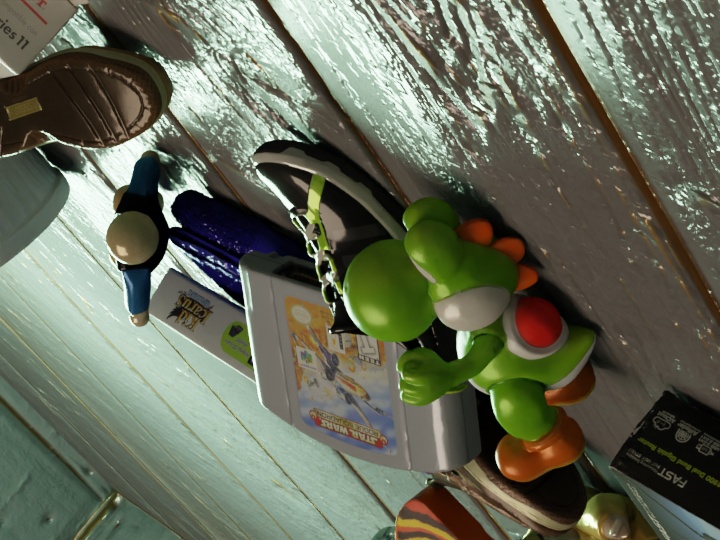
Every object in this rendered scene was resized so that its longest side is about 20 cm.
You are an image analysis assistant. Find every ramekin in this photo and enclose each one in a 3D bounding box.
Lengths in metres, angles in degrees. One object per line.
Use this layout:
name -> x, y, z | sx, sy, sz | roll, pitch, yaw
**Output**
ramekin -> -0.366, -0.058, 2.149 | 0.094, 0.202, 0.202 | 58, 162, -20

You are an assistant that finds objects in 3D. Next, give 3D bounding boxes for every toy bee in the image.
toy bee -> 0.095, 0.253, 1.732 | 0.131, 0.109, 0.200 | -3, -140, -44

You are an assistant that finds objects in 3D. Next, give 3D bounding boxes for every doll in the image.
doll -> -0.172, -0.025, 1.865 | 0.048, 0.137, 0.200 | 4, -179, -5

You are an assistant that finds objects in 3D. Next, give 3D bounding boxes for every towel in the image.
towel -> -0.054, 0.020, 1.828 | 0.200, 0.050, 0.148 | 28, 162, 42

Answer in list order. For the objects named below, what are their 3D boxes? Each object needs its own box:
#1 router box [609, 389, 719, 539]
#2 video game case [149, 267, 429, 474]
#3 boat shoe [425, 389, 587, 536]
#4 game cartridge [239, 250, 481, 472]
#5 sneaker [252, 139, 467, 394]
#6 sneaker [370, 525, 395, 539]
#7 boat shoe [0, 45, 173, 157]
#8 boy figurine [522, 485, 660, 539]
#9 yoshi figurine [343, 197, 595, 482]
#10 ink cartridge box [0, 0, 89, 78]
router box -> 0.252, 0.172, 1.443 | 0.150, 0.062, 0.200 | 30, 164, 42
video game case -> -0.048, 0.081, 1.914 | 0.200, 0.046, 0.181 | 31, 179, -40
boat shoe -> 0.076, 0.127, 1.729 | 0.202, 0.075, 0.075 | 43, 135, 23
game cartridge -> -0.003, 0.068, 1.693 | 0.199, 0.041, 0.134 | 16, 120, 40
sneaker -> 0.000, 0.000, 1.525 | 0.200, 0.083, 0.072 | 40, 167, -2
sneaker -> 0.089, 0.333, 2.437 | 0.200, 0.075, 0.085 | 33, 166, 27
boat shoe -> -0.194, -0.128, 1.689 | 0.199, 0.076, 0.072 | -1, 112, 43
boy figurine -> 0.194, 0.203, 1.718 | 0.200, 0.065, 0.124 | 26, 165, 40
yoshi figurine -> 0.058, 0.037, 1.442 | 0.112, 0.112, 0.200 | 34, 165, 51
ink cartridge box -> -0.269, -0.194, 1.663 | 0.117, 0.067, 0.200 | 44, 167, -16
